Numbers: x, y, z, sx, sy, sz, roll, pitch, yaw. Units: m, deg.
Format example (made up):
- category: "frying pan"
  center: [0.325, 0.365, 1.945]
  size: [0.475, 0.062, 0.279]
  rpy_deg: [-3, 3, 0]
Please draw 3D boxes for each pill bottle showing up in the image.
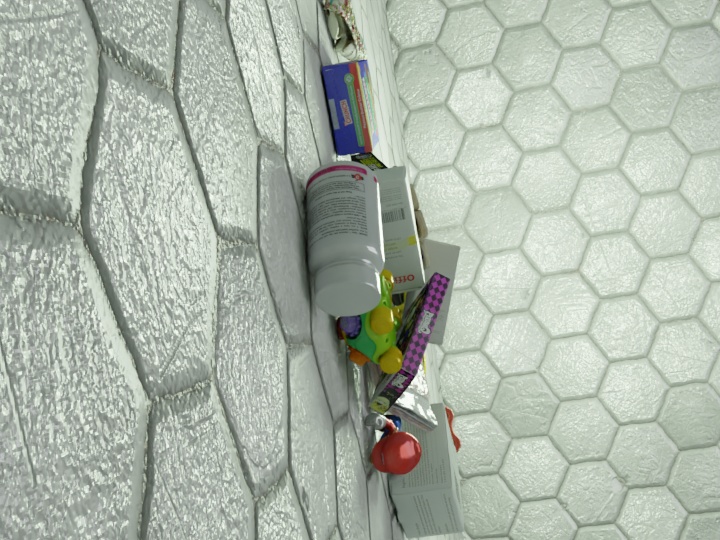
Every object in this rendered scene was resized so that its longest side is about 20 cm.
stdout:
- category: "pill bottle"
  center: [-0.023, -0.046, 1.279]
  size: [0.114, 0.111, 0.204]
  rpy_deg: [69, 15, -57]

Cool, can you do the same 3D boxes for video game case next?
- category: "video game case"
  center: [0.084, 0.128, 1.529]
  size: [0.182, 0.035, 0.202]
  rpy_deg: [121, -6, -57]

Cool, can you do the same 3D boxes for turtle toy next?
- category: "turtle toy"
  center: [0.007, 0.066, 1.415]
  size: [0.147, 0.099, 0.203]
  rpy_deg: [-86, 165, -58]

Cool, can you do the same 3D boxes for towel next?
- category: "towel"
  center: [0.079, 0.201, 1.713]
  size: [0.199, 0.032, 0.194]
  rpy_deg: [36, 34, -50]

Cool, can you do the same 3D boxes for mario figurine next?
- category: "mario figurine"
  center: [0.044, 0.319, 1.594]
  size: [0.107, 0.122, 0.200]
  rpy_deg: [-57, 180, 1]

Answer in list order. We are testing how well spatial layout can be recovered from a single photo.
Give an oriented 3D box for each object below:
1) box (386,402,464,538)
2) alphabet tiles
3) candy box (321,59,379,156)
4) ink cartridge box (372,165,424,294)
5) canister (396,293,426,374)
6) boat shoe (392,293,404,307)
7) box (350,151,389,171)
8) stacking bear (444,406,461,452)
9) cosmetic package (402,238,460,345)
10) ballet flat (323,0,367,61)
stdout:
- category: "box"
  center: [0.134, 0.418, 1.845]
  size: [0.201, 0.128, 0.203]
  rpy_deg: [72, 11, -47]
- category: "alphabet tiles"
  center: [0.077, -0.087, 1.660]
  size: [0.200, 0.014, 0.200]
  rpy_deg: [139, -66, -72]
- category: "candy box"
  center: [-0.015, -0.326, 1.752]
  size: [0.200, 0.075, 0.173]
  rpy_deg: [-65, 146, -74]
- category: "ink cartridge box"
  center: [0.027, -0.065, 1.546]
  size: [0.084, 0.142, 0.204]
  rpy_deg: [-82, 162, -68]
- category: "canister"
  center: [0.087, 0.131, 1.977]
  size: [0.150, 0.085, 0.203]
  rpy_deg: [-89, 166, -54]
- category: "boat shoe"
  center: [0.075, -0.023, 1.815]
  size: [0.072, 0.059, 0.207]
  rpy_deg: [-72, 155, -74]
- category: "box"
  center: [0.033, -0.104, 1.666]
  size: [0.161, 0.043, 0.204]
  rpy_deg: [-125, -155, -62]
- category: "stacking bear"
  center: [0.188, 0.452, 2.284]
  size: [0.201, 0.111, 0.124]
  rpy_deg: [89, -10, -60]
- category: "cosmetic package"
  center: [0.140, 0.041, 1.819]
  size: [0.108, 0.083, 0.205]
  rpy_deg: [-147, -112, -84]
- category: "ballet flat"
  center: [-0.038, -0.500, 1.864]
  size: [0.065, 0.074, 0.201]
  rpy_deg: [-59, 148, -26]
